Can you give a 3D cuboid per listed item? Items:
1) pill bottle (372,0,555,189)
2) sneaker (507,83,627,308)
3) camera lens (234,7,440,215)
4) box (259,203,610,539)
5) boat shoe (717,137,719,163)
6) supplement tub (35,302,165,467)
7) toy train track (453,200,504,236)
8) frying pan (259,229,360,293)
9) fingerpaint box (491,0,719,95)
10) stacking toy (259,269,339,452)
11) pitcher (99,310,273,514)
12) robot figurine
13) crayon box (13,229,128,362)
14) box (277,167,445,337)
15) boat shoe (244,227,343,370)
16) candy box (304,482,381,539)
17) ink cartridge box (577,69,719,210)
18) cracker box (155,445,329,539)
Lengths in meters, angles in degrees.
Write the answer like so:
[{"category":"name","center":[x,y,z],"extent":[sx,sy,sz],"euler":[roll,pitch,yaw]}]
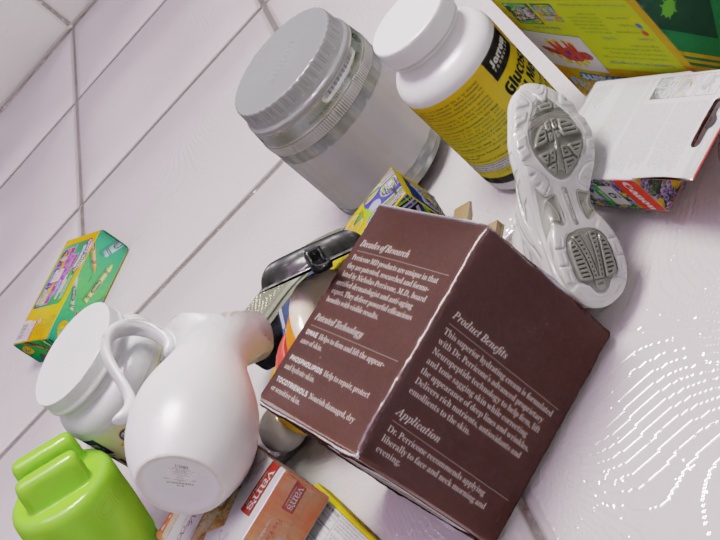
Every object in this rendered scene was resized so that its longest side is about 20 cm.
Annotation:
[{"category":"pill bottle","center":[0.107,-0.177,1.034],"extent":[0.112,0.200,0.113],"euler":[-32,37,28]},{"category":"sneaker","center":[0.153,-0.056,0.909],"extent":[0.099,0.077,0.202],"euler":[140,122,-65]},{"category":"camera lens","center":[-0.020,-0.170,1.193],"extent":[0.159,0.200,0.161],"euler":[-32,36,28]},{"category":"box","center":[0.059,0.080,0.872],"extent":[0.201,0.166,0.164],"euler":[-58,30,-10]},{"category":"boat shoe","center":[0.344,-0.153,0.802],"extent":[0.075,0.072,0.201],"euler":[35,95,22]},{"category":"supplement tub","center":[-0.233,0.138,1.163],"extent":[0.144,0.200,0.146],"euler":[-33,36,28]},{"category":"toy train track","center":[0.075,0.004,1.061],"extent":[0.199,0.032,0.116],"euler":[-29,38,45]},{"category":"frying pan","center":[-0.055,-0.004,0.968],"extent":[0.114,0.031,0.190],"euler":[-25,0,17]},{"category":"fingerpaint box","center":[0.232,-0.224,0.951],"extent":[0.074,0.166,0.200],"euler":[-57,31,-5]},{"category":"stacking toy","center":[-0.042,0.109,1.046],"extent":[0.200,0.145,0.147],"euler":[-51,26,37]},{"category":"pitcher","center":[-0.176,0.122,1.012],"extent":[0.201,0.169,0.122],"euler":[-85,0,-51]},{"category":"robot figurine","center":[-0.278,0.268,1.108],"extent":[0.115,0.201,0.175],"euler":[-32,27,-12]},{"category":"crayon box","center":[-0.454,0.040,1.687],"extent":[0.118,0.058,0.202],"euler":[-11,50,47]},{"category":"box","center":[0.000,0.000,1.089],"extent":[0.201,0.064,0.070],"euler":[-52,25,16]},{"category":"boat shoe","center":[-0.067,0.028,1.193],"extent":[0.074,0.062,0.200],"euler":[-9,36,54]},{"category":"candy box","center":[-0.017,0.268,0.917],"extent":[0.103,0.026,0.200],"euler":[-54,31,-5]},{"category":"ink cartridge box","center":[0.246,-0.108,0.903],"extent":[0.110,0.050,0.200],"euler":[-59,24,-9]},{"category":"cracker box","center":[-0.118,0.236,1.023],"extent":[0.135,0.058,0.200],"euler":[-58,22,-10]}]
